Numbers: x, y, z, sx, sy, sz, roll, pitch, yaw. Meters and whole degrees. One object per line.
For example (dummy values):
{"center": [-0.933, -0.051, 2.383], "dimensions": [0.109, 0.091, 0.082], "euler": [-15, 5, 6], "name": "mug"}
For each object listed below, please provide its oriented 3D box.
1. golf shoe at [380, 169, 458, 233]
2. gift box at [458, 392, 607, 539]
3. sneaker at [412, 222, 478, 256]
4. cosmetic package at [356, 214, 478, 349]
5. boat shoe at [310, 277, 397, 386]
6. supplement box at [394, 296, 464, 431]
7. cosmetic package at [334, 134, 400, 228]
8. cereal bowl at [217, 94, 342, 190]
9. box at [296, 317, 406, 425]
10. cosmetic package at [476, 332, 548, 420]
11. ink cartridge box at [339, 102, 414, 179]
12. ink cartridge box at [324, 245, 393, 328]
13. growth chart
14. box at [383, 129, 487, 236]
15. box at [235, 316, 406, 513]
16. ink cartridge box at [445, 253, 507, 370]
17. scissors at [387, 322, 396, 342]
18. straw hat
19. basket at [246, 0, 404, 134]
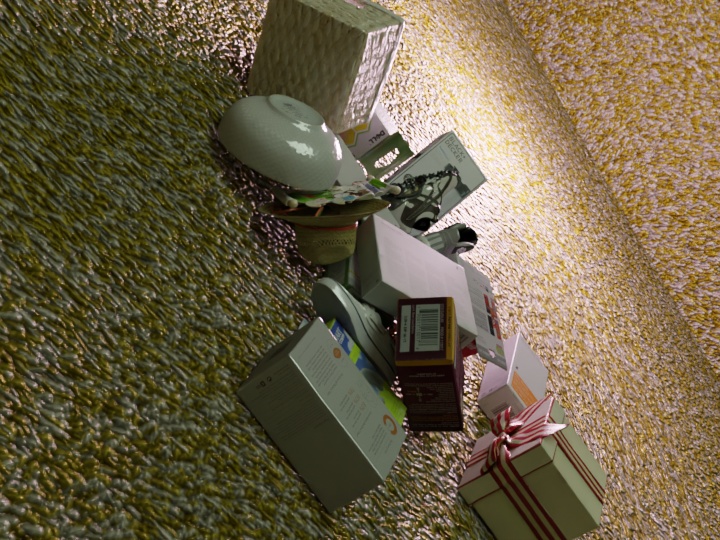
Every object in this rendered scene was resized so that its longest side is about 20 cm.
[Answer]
{"center": [0.106, -0.116, 1.869], "dimensions": [0.199, 0.077, 0.096], "euler": [-23, 99, -47], "name": "golf shoe"}
{"center": [0.282, 0.314, 1.733], "dimensions": [0.187, 0.199, 0.185], "euler": [52, 21, -6], "name": "gift box"}
{"center": [0.153, -0.033, 1.924], "dimensions": [0.200, 0.114, 0.076], "euler": [62, 6, -81], "name": "sneaker"}
{"center": [0.085, 0.019, 1.677], "dimensions": [0.199, 0.052, 0.152], "euler": [30, 36, -29], "name": "cosmetic package"}
{"center": [-0.002, 0.082, 1.609], "dimensions": [0.065, 0.073, 0.201], "euler": [-50, 121, -36], "name": "boat shoe"}
{"center": [0.105, 0.141, 1.614], "dimensions": [0.201, 0.084, 0.111], "euler": [76, 15, -51], "name": "supplement box"}
{"center": [-0.010, -0.127, 1.823], "dimensions": [0.201, 0.050, 0.083], "euler": [57, -14, 14], "name": "cosmetic package"}
{"center": [-0.113, -0.208, 1.665], "dimensions": [0.198, 0.084, 0.201], "euler": [23, 24, -11], "name": "cereal bowl"}
{"center": [-0.018, 0.161, 1.541], "dimensions": [0.201, 0.047, 0.122], "euler": [52, 25, -13], "name": "box"}
{"center": [0.279, 0.210, 1.986], "dimensions": [0.102, 0.071, 0.200], "euler": [51, 25, -11], "name": "cosmetic package"}
{"center": [-0.003, -0.261, 1.985], "dimensions": [0.201, 0.103, 0.059], "euler": [56, 26, -4], "name": "ink cartridge box"}
{"center": [0.000, 0.000, 1.722], "dimensions": [0.104, 0.059, 0.201], "euler": [42, 29, -27], "name": "ink cartridge box"}
{"center": [-0.038, -0.120, 1.683], "dimensions": [0.198, 0.144, 0.018], "euler": [-9, 106, -25], "name": "growth chart"}
{"center": [0.117, -0.147, 1.969], "dimensions": [0.117, 0.199, 0.060], "euler": [54, -15, -7], "name": "box"}
{"center": [-0.046, 0.183, 1.405], "dimensions": [0.201, 0.097, 0.124], "euler": [53, 25, -6], "name": "box"}
{"center": [0.175, 0.085, 1.870], "dimensions": [0.200, 0.083, 0.178], "euler": [30, 46, -64], "name": "ink cartridge box"}
{"center": [0.070, 0.091, 1.815], "dimensions": [0.074, 0.014, 0.200], "euler": [56, 26, -3], "name": "scissors"}
{"center": [-0.052, -0.055, 1.638], "dimensions": [0.201, 0.199, 0.086], "euler": [-27, 118, -64], "name": "straw hat"}
{"center": [-0.063, -0.356, 1.822], "dimensions": [0.197, 0.202, 0.161], "euler": [28, 28, 14], "name": "basket"}
